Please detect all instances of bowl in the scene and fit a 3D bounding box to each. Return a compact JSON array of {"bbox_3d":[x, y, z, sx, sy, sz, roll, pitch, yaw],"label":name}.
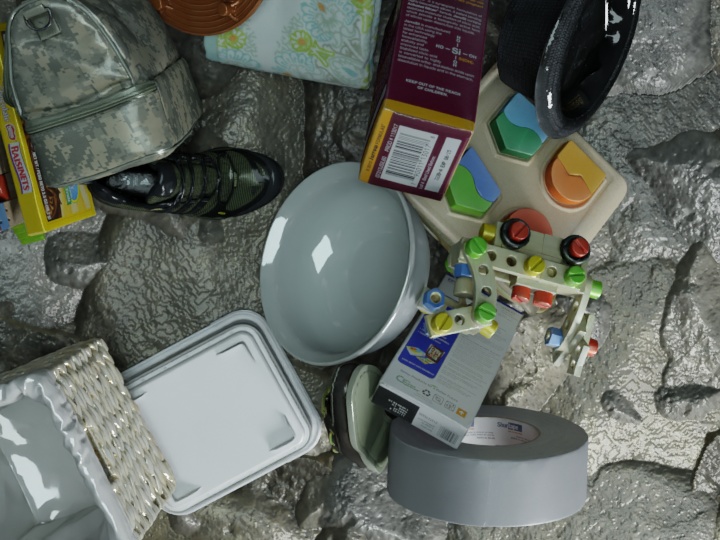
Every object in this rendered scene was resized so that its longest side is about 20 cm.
[{"bbox_3d":[0.000,0.000,1.169,0.090,0.201,0.202,16,100,-47],"label":"bowl"}]

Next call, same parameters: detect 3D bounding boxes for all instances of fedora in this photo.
[{"bbox_3d":[0.195,-0.233,1.151,0.091,0.200,0.201,23,98,27],"label":"fedora"}]

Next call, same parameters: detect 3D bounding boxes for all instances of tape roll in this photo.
[{"bbox_3d":[0.126,0.190,1.172,0.199,0.200,0.067,1,98,-3],"label":"tape roll"}]

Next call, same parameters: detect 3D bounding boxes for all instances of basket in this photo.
[{"bbox_3d":[-0.315,0.192,1.146,0.199,0.161,0.199,-22,100,17],"label":"basket"}]

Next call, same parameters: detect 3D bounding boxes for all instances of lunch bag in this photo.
[{"bbox_3d":[-0.244,-0.186,1.094,0.139,0.200,0.168,-15,107,9],"label":"lunch bag"}]

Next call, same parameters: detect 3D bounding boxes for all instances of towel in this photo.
[{"bbox_3d":[-0.062,-0.282,1.125,0.170,0.048,0.201,14,119,11],"label":"towel"}]

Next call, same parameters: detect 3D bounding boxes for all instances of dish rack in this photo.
[{"bbox_3d":[-0.157,0.155,1.231,0.199,0.044,0.172,-28,99,2],"label":"dish rack"}]

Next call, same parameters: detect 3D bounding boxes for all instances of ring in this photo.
[{"bbox_3d":[-0.162,-0.323,1.111,0.200,0.019,0.201,13,114,31],"label":"ring"}]

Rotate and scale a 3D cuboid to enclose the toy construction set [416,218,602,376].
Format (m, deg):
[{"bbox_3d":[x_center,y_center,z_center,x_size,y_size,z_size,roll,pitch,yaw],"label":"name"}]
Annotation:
[{"bbox_3d":[0.154,0.026,1.110,0.199,0.092,0.132,20,70,-25],"label":"toy construction set"}]

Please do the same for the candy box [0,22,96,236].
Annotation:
[{"bbox_3d":[-0.314,-0.141,1.146,0.026,0.102,0.201,-9,100,16],"label":"candy box"}]

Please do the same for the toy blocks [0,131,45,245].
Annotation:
[{"bbox_3d":[-0.369,-0.113,1.126,0.099,0.137,0.201,-12,99,3],"label":"toy blocks"}]

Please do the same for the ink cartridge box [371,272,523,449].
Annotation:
[{"bbox_3d":[0.090,0.084,1.168,0.094,0.200,0.037,28,131,6],"label":"ink cartridge box"}]

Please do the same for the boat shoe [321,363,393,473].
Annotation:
[{"bbox_3d":[-0.010,0.145,1.169,0.060,0.201,0.072,18,64,19],"label":"boat shoe"}]

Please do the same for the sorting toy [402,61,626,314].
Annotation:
[{"bbox_3d":[0.160,-0.086,1.182,0.200,0.036,0.185,44,70,-10],"label":"sorting toy"}]

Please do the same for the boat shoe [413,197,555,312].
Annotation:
[{"bbox_3d":[0.121,-0.031,1.216,0.200,0.063,0.073,39,71,-14],"label":"boat shoe"}]

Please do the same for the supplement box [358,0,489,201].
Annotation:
[{"bbox_3d":[0.062,-0.182,1.107,0.085,0.110,0.201,14,57,-6],"label":"supplement box"}]

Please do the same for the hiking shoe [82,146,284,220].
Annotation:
[{"bbox_3d":[-0.175,-0.082,1.163,0.199,0.101,0.076,-3,99,-3],"label":"hiking shoe"}]
